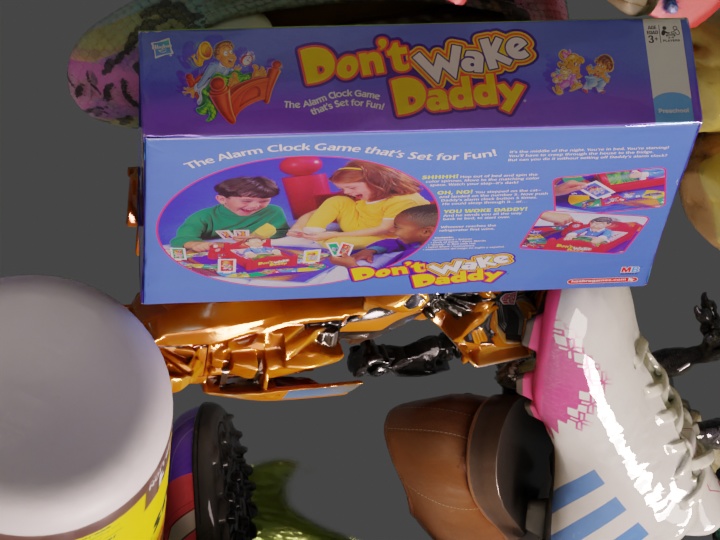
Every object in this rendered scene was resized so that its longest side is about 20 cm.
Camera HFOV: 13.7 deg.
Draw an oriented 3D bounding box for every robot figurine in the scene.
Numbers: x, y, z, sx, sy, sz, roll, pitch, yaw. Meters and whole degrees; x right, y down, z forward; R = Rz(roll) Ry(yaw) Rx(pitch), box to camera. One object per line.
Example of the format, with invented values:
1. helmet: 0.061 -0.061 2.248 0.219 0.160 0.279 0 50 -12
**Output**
1. robot figurine: 0.000 0.000 1.246 0.199 0.058 0.145 -4 131 -15

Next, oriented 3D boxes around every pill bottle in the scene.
1. pill bottle: -0.133 0.092 1.218 0.109 0.110 0.200 -9 153 -11

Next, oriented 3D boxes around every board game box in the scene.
1. board game box: 0.017 -0.039 1.119 0.199 0.045 0.135 -2 154 -6

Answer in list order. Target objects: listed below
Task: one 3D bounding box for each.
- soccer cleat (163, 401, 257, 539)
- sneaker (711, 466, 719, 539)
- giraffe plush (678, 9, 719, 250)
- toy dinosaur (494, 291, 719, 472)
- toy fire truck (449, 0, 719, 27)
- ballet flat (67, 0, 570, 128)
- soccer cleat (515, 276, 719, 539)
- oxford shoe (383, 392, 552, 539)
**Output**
1. soccer cleat: -0.086 0.145 1.337 0.073 0.068 0.201 6 124 9
2. sneaker: 0.226 0.053 1.315 0.087 0.074 0.201 28 85 -43
3. giraffe plush: 0.242 -0.071 1.221 0.162 0.200 0.173 -36 117 -32
4. toy dinosaur: 0.144 0.063 1.356 0.088 0.048 0.200 -33 133 28
5. toy fire truck: 0.073 -0.130 1.107 0.200 0.141 0.049 19 113 -30
6. ballet flat: -0.012 -0.083 1.166 0.199 0.071 0.069 -11 131 -10
7. soccer cleat: 0.115 0.066 1.253 0.086 0.070 0.200 12 139 16
8. oxford shoe: 0.062 0.113 1.367 0.071 0.071 0.200 7 147 25
